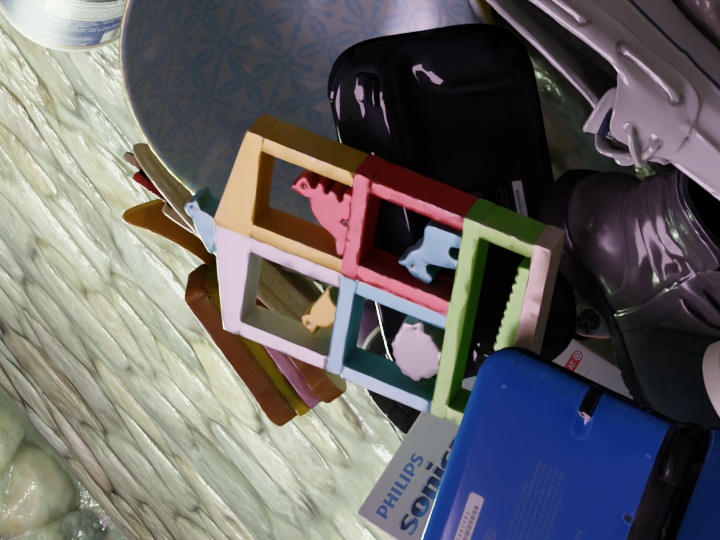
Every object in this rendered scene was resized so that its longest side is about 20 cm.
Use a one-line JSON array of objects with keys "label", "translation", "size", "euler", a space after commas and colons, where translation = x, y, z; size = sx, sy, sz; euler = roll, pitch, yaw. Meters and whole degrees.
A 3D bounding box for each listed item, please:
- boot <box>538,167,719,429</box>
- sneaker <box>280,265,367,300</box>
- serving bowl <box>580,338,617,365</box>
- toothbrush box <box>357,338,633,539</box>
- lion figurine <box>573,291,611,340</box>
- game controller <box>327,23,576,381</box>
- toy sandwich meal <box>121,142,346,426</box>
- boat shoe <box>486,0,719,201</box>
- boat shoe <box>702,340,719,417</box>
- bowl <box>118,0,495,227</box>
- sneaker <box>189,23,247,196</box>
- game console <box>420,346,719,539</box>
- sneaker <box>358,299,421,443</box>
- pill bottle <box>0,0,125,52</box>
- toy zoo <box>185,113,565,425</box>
[{"label": "boot", "translation": [0.181, 0.028, 1.369], "size": [0.200, 0.070, 0.131], "euler": [48, 156, -23]}, {"label": "sneaker", "translation": [-0.013, -0.020, 1.696], "size": [0.200, 0.087, 0.076], "euler": [92, 179, -67]}, {"label": "serving bowl", "translation": [0.094, 0.056, 1.662], "size": [0.200, 0.066, 0.200], "euler": [45, 164, 17]}, {"label": "toothbrush box", "translation": [0.123, 0.130, 1.503], "size": [0.199, 0.146, 0.086], "euler": [33, 176, 14]}, {"label": "lion figurine", "translation": [0.094, -0.010, 1.507], "size": [0.200, 0.072, 0.122], "euler": [50, 168, -8]}, {"label": "game controller", "translation": [0.049, -0.031, 1.407], "size": [0.042, 0.104, 0.201], "euler": [-101, -1, -60]}, {"label": "toy sandwich meal", "translation": [-0.085, 0.006, 1.726], "size": [0.205, 0.070, 0.205], "euler": [46, -176, -4]}, {"label": "boat shoe", "translation": [0.130, -0.079, 1.262], "size": [0.200, 0.065, 0.074], "euler": [48, 164, 11]}, {"label": "boat shoe", "translation": [0.250, 0.094, 1.312], "size": [0.200, 0.068, 0.072], "euler": [43, -149, -19]}, {"label": "bowl", "translation": [-0.020, -0.129, 1.440], "size": [0.201, 0.199, 0.108], "euler": [58, -156, -24]}, {"label": "sneaker", "translation": [-0.080, -0.139, 1.526], "size": [0.086, 0.080, 0.201], "euler": [31, -129, -73]}, {"label": "game console", "translation": [0.129, 0.150, 1.400], "size": [0.170, 0.201, 0.118], "euler": [25, -162, 22]}, {"label": "sneaker", "translation": [0.060, 0.098, 1.636], "size": [0.201, 0.075, 0.088], "euler": [60, 176, -20]}, {"label": "pill bottle", "translation": [-0.167, -0.211, 1.692], "size": [0.111, 0.111, 0.200], "euler": [50, 164, 0]}, {"label": "toy zoo", "translation": [0.000, 0.000, 1.400], "size": [0.199, 0.020, 0.132], "euler": [22, 130, 15]}]
